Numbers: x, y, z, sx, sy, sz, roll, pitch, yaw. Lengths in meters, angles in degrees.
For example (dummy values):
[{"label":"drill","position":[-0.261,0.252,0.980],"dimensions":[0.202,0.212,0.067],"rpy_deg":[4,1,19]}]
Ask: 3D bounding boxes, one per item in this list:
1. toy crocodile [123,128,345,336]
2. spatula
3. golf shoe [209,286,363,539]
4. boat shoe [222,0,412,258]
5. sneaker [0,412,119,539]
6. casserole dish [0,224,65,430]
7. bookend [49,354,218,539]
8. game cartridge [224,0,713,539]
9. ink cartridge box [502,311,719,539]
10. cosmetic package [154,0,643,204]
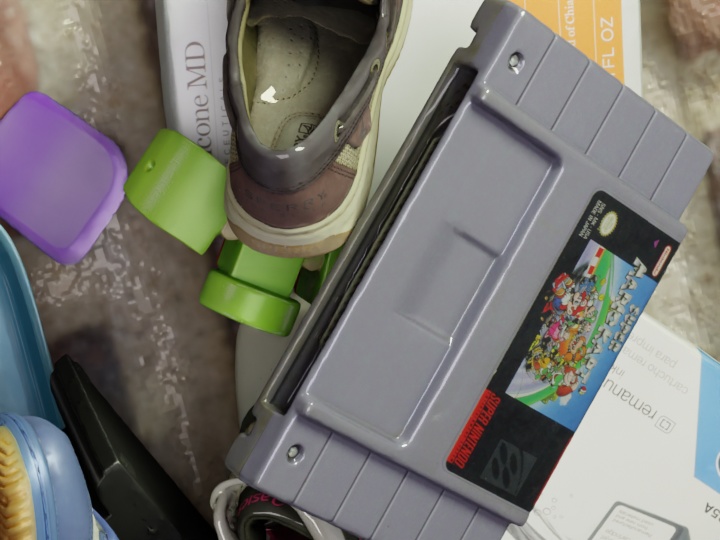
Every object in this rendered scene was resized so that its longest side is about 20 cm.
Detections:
[{"label":"toy crocodile","position":[0.000,0.000,0.861],"dimensions":[0.199,0.062,0.068],"rpy_deg":[20,93,-16]},{"label":"spatula","position":[-0.187,-0.080,0.909],"dimensions":[0.200,0.021,0.057],"rpy_deg":[36,94,-11]},{"label":"golf shoe","position":[-0.020,0.082,0.879],"dimensions":[0.077,0.201,0.088],"rpy_deg":[-32,145,23]},{"label":"boat shoe","position":[-0.016,-0.102,0.820],"dimensions":[0.072,0.065,0.201],"rpy_deg":[8,58,1]},{"label":"sneaker","position":[-0.093,0.125,0.788],"dimensions":[0.088,0.075,0.201],"rpy_deg":[-20,129,-18]},{"label":"casserole dish","position":[-0.189,0.060,0.921],"dimensions":[0.121,0.039,0.201],"rpy_deg":[-15,101,-6]},{"label":"bookend","position":[-0.135,0.179,0.888],"dimensions":[0.200,0.092,0.199],"rpy_deg":[-37,123,-2]},{"label":"game cartridge","position":[0.048,0.014,0.818],"dimensions":[0.129,0.038,0.200],"rpy_deg":[30,89,-34]},{"label":"ink cartridge box","position":[0.088,0.115,0.946],"dimensions":[0.146,0.086,0.200],"rpy_deg":[33,91,-10]},{"label":"cosmetic package","position":[0.016,-0.078,0.913],"dimensions":[0.199,0.071,0.102],"rpy_deg":[-5,99,-7]}]
